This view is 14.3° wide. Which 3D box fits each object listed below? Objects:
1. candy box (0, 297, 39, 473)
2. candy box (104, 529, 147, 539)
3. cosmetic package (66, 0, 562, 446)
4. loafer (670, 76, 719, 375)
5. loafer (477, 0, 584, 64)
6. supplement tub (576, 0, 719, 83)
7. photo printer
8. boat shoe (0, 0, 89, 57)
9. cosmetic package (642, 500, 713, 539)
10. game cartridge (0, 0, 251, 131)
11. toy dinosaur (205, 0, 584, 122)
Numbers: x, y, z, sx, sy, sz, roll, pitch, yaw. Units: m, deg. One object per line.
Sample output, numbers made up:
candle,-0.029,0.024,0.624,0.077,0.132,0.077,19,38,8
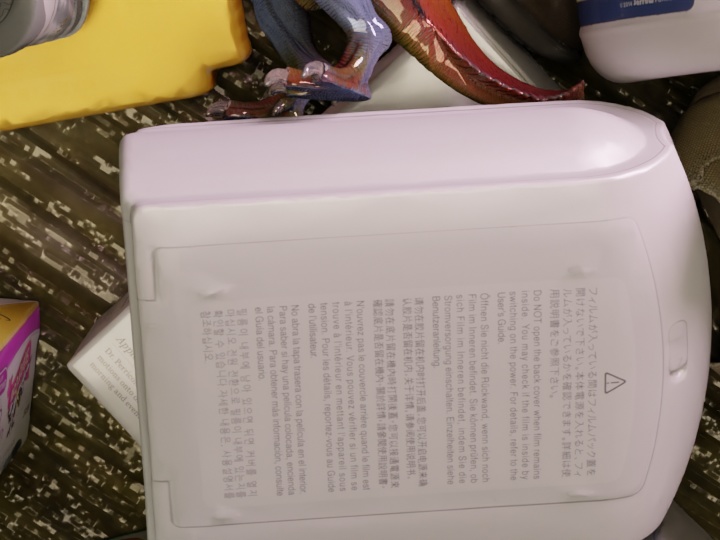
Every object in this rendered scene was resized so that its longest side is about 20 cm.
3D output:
candy box,-0.230,0.040,1.071,0.198,0.136,0.061,8,102,2
candy box,-0.081,0.202,1.056,0.077,0.200,0.170,-16,98,7
cosmetic package,0.000,0.000,1.073,0.200,0.085,0.108,-41,96,9
loafer,0.163,0.027,1.061,0.067,0.076,0.201,-33,95,-33
loafer,0.045,-0.171,1.043,0.071,0.073,0.201,-27,97,10
supplement tub,0.137,-0.172,0.996,0.144,0.145,0.202,-6,93,5
photo printer,0.021,0.024,0.987,0.198,0.070,0.167,-4,120,-2
boat shoe,-0.145,-0.178,1.039,0.074,0.065,0.203,-15,94,26
cosmetic package,0.093,0.219,1.064,0.200,0.167,0.166,-43,94,11
game cartridge,-0.142,-0.154,1.085,0.175,0.032,0.202,-9,102,6
toy dinosaur,-0.028,-0.141,1.016,0.198,0.105,0.183,5,76,-16
